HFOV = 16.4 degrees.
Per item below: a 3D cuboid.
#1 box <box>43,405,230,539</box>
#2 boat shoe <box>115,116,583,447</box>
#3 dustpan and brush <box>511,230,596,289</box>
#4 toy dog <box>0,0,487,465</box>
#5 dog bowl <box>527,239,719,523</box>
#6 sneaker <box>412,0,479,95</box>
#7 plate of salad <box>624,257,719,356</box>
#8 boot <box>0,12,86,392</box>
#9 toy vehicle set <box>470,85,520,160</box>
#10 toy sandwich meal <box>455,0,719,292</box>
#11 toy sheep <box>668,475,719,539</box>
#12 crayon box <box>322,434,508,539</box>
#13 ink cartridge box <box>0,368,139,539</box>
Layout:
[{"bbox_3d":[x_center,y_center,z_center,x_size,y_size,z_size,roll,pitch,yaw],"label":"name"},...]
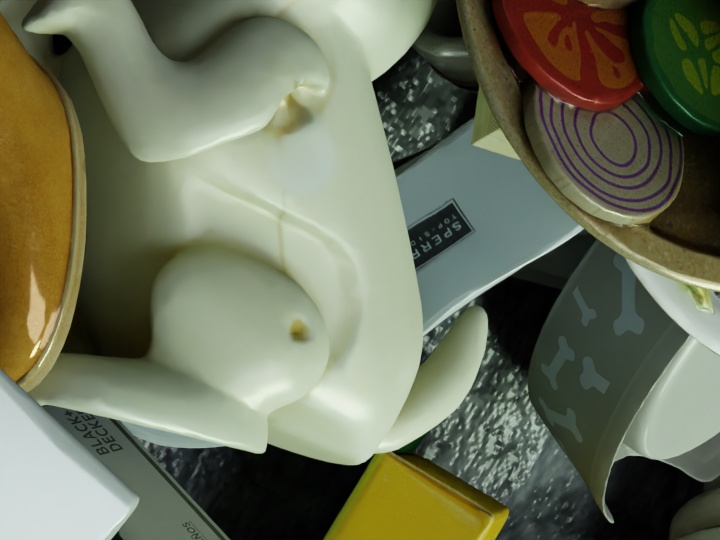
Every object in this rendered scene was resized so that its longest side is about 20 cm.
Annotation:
[{"bbox_3d":[-0.142,0.108,0.773,0.200,0.117,0.060,-11,131,-41],"label":"box"},{"bbox_3d":[-0.001,-0.003,0.879,0.199,0.068,0.074,-35,90,-2],"label":"boat shoe"},{"bbox_3d":[0.123,-0.076,0.963,0.139,0.057,0.201,14,103,-47],"label":"dustpan and brush"},{"bbox_3d":[-0.030,-0.047,0.769,0.193,0.140,0.201,12,87,-18],"label":"toy dog"},{"bbox_3d":[0.147,0.008,0.990,0.200,0.059,0.200,-38,157,-19],"label":"dog bowl"},{"bbox_3d":[0.083,-0.152,0.873,0.090,0.075,0.201,11,104,-51],"label":"sneaker"},{"bbox_3d":[0.164,-0.061,0.868,0.199,0.048,0.201,1,88,-28],"label":"plate of salad"},{"bbox_3d":[-0.150,-0.065,0.654,0.144,0.071,0.202,5,70,-52],"label":"boot"},{"bbox_3d":[0.110,-0.120,0.812,0.124,0.027,0.201,17,72,-21],"label":"toy vehicle set"},{"bbox_3d":[0.124,-0.090,0.755,0.205,0.070,0.206,6,75,-25],"label":"toy sandwich meal"},{"bbox_3d":[0.187,0.139,1.080,0.138,0.138,0.201,43,50,-47],"label":"toy sheep"},{"bbox_3d":[-0.002,0.135,0.928,0.200,0.051,0.127,-59,172,0],"label":"crayon box"},{"bbox_3d":[-0.166,0.018,0.623,0.200,0.144,0.085,46,75,-16],"label":"ink cartridge box"}]
